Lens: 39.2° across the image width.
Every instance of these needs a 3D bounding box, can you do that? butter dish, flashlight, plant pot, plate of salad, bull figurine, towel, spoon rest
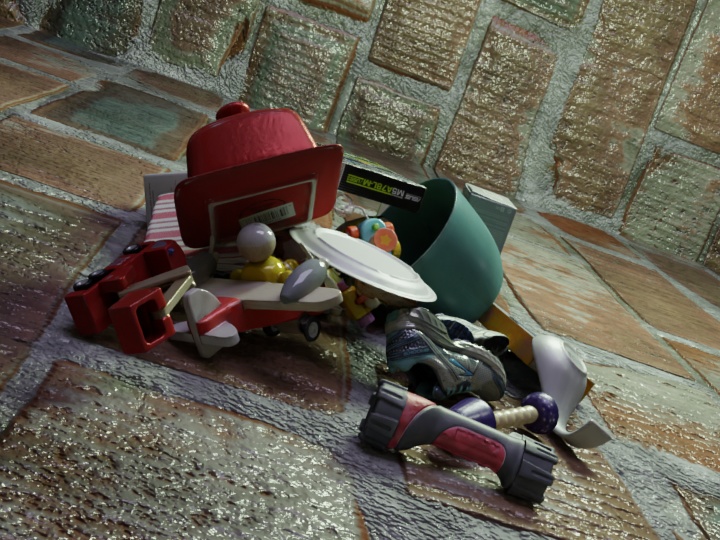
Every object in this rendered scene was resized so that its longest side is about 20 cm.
[{"bbox_3d":[-0.135,-0.132,1.206,0.198,0.149,0.200,-16,-19,-11],"label":"butter dish"},{"bbox_3d":[0.099,0.178,1.026,0.199,0.068,0.068,24,9,-1],"label":"flashlight"},{"bbox_3d":[0.114,-0.008,1.490,0.161,0.201,0.201,42,4,-25],"label":"plant pot"},{"bbox_3d":[0.000,0.000,1.241,0.199,0.048,0.200,23,12,-5],"label":"plate of salad"},{"bbox_3d":[-0.097,-0.025,1.517,0.121,0.066,0.199,-1,22,-46],"label":"bull figurine"},{"bbox_3d":[-0.207,-0.053,1.332,0.145,0.030,0.201,-4,32,0],"label":"towel"},{"bbox_3d":[0.258,0.153,1.278,0.099,0.061,0.201,41,20,-22],"label":"spoon rest"}]

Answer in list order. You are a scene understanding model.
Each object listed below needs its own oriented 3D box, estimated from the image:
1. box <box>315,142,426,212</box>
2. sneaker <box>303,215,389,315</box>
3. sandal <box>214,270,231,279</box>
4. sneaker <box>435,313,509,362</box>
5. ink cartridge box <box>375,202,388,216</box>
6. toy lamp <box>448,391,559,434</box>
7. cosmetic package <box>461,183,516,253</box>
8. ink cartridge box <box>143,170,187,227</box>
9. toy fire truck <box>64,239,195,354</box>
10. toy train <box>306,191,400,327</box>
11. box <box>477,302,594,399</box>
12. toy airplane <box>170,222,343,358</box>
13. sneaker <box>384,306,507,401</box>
[{"bbox_3d":[-0.032,-0.149,1.480,0.199,0.048,0.193,14,9,-32],"label":"box"},{"bbox_3d":[-0.022,-0.018,1.417,0.075,0.076,0.201,47,43,-18],"label":"sneaker"},{"bbox_3d":[-0.196,0.004,1.302,0.199,0.043,0.076,25,14,19],"label":"sandal"},{"bbox_3d":[0.112,0.095,1.354,0.085,0.078,0.199,26,4,41],"label":"sneaker"},{"bbox_3d":[0.103,-0.063,1.771,0.084,0.147,0.199,28,16,29],"label":"ink cartridge box"},{"bbox_3d":[0.157,0.169,1.148,0.058,0.059,0.199,29,14,33],"label":"toy lamp"},{"bbox_3d":[0.178,-0.029,1.640,0.089,0.202,0.107,20,11,-5],"label":"cosmetic package"},{"bbox_3d":[-0.202,-0.111,1.509,0.198,0.087,0.148,-3,6,16],"label":"ink cartridge box"},{"bbox_3d":[-0.219,0.020,1.030,0.140,0.049,0.200,-7,21,28],"label":"toy fire truck"},{"bbox_3d":[-0.020,-0.010,1.348,0.150,0.201,0.056,33,-26,-15],"label":"toy train"},{"bbox_3d":[0.242,0.108,1.468,0.119,0.042,0.200,35,3,-28],"label":"box"},{"bbox_3d":[-0.128,0.018,1.136,0.198,0.143,0.199,0,6,-9],"label":"toy airplane"},{"bbox_3d":[0.099,0.126,1.228,0.199,0.087,0.077,32,-36,-31],"label":"sneaker"}]
